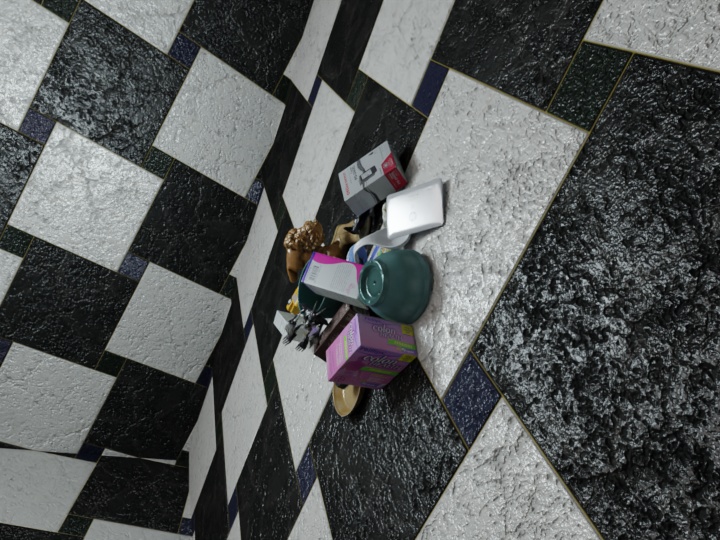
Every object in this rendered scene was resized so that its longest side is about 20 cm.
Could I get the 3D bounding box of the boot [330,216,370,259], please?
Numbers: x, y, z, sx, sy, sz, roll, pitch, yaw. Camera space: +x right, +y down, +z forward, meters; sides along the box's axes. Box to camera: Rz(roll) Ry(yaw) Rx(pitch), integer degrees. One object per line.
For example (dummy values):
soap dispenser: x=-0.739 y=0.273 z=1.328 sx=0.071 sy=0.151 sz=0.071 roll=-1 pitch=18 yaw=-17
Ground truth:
boot: x=-0.043 y=-0.101 z=1.865 sx=0.199 sy=0.065 sz=0.180 roll=-9 pitch=71 yaw=62

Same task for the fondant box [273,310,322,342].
fondant box: x=-0.244 y=0.223 z=2.044 sx=0.199 sy=0.141 sz=0.060 roll=31 pitch=103 yaw=64

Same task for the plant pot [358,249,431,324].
plant pot: x=0.076 y=0.038 z=1.411 sx=0.199 sy=0.132 sz=0.206 roll=-15 pitch=71 yaw=54

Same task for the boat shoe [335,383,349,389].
boat shoe: x=-0.036 y=0.275 z=1.585 sx=0.204 sy=0.062 sz=0.074 roll=-64 pitch=30 yaw=28

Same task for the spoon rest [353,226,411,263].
spoon rest: x=0.061 y=-0.084 z=1.546 sx=0.197 sy=0.061 sz=0.101 roll=-25 pitch=41 yaw=16

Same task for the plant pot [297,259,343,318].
plant pot: x=-0.096 y=0.069 z=1.763 sx=0.199 sy=0.158 sz=0.206 roll=-26 pitch=58 yaw=49

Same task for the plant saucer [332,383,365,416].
plant saucer: x=-0.030 y=0.351 z=1.644 sx=0.200 sy=0.035 sz=0.205 roll=-41 pitch=43 yaw=52

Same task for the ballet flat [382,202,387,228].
ballet flat: x=0.105 y=-0.187 z=1.580 sx=0.200 sy=0.071 sz=0.074 roll=-35 pitch=47 yaw=56

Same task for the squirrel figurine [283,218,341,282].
squirrel figurine: x=-0.162 y=-0.072 z=1.828 sx=0.143 sy=0.182 sz=0.203 roll=-77 pitch=-19 yaw=-48

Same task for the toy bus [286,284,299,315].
toy bus: x=-0.216 y=0.088 z=2.097 sx=0.203 sy=0.064 sz=0.078 roll=-58 pitch=29 yaw=7

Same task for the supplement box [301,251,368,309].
supplement box: x=-0.059 y=0.030 z=1.564 sx=0.196 sy=0.103 sz=0.103 roll=15 pitch=74 yaw=28

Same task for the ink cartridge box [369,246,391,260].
ink cartridge box: x=0.076 y=-0.027 z=1.603 sx=0.121 sy=0.041 sz=0.202 roll=-62 pitch=27 yaw=29

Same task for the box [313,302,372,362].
box: x=-0.053 y=0.197 z=1.640 sx=0.201 sy=0.099 sz=0.075 roll=-52 pitch=18 yaw=18

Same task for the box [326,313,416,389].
box: x=0.025 y=0.224 z=1.421 sx=0.201 sy=0.172 sz=0.098 roll=-52 pitch=34 yaw=41

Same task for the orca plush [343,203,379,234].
orca plush: x=-0.003 y=-0.224 z=1.765 sx=0.104 sy=0.071 sz=0.202 roll=23 pitch=75 yaw=47

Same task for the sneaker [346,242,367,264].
sneaker: x=0.000 y=0.000 z=1.676 sx=0.089 sy=0.077 sz=0.205 roll=132 pitch=143 yaw=-58

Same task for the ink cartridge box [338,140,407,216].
ink cartridge box: x=0.036 y=-0.290 z=1.666 sx=0.197 sy=0.083 sz=0.147 roll=-31 pitch=44 yaw=17

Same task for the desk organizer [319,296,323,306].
desk organizer: x=-0.118 y=0.066 z=1.912 sx=0.072 sy=0.075 sz=0.204 roll=114 pitch=157 yaw=-56

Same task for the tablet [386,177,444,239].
tablet: x=0.148 y=-0.169 z=1.458 sx=0.197 sy=0.013 sz=0.134 roll=-13 pitch=74 yaw=44

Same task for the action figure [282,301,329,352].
action figure: x=-0.173 y=0.185 z=1.649 sx=0.201 sy=0.117 sz=0.103 roll=-56 pitch=3 yaw=44
